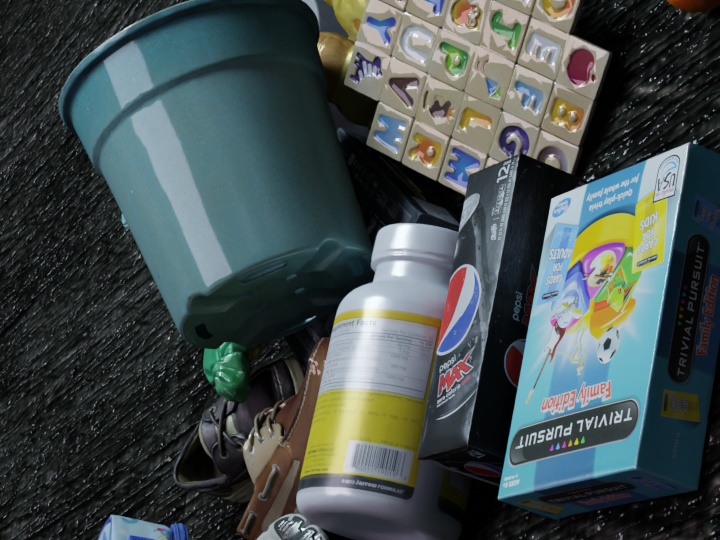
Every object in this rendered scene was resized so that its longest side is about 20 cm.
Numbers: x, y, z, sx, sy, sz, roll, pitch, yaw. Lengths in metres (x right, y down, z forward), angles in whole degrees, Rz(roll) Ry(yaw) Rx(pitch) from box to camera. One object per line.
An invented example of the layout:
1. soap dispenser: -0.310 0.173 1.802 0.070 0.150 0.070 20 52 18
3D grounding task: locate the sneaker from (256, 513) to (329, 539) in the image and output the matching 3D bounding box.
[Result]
1. sneaker: 0.003 0.237 1.607 0.081 0.083 0.200 -47 45 12

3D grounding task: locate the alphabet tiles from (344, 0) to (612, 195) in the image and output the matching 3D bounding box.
1. alphabet tiles: 0.076 -0.137 1.656 0.200 0.006 0.167 29 111 32

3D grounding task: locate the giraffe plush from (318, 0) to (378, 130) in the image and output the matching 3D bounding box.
1. giraffe plush: 0.012 -0.185 1.855 0.200 0.172 0.163 15 97 32

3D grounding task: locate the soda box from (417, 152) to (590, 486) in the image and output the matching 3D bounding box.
1. soda box: 0.095 0.032 1.558 0.063 0.071 0.201 -23 51 58

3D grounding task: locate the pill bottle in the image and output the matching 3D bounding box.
1. pill bottle: 0.030 0.076 1.614 0.112 0.112 0.201 -20 53 60

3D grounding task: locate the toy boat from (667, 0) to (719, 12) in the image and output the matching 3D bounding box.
1. toy boat: 0.208 -0.218 1.486 0.200 0.130 0.131 -100 9 -49

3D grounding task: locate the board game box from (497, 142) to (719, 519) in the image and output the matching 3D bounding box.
1. board game box: 0.155 0.039 1.455 0.151 0.047 0.201 -23 51 59

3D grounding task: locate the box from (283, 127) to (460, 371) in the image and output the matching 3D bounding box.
1. box: 0.000 0.000 1.816 0.158 0.051 0.200 -65 25 12

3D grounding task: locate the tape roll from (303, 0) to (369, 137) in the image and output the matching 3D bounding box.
1. tape roll: -0.057 -0.129 2.024 0.200 0.066 0.201 -48 31 42

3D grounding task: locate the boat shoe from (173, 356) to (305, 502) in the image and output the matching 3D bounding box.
1. boat shoe: -0.091 0.128 1.859 0.200 0.065 0.073 122 137 -54

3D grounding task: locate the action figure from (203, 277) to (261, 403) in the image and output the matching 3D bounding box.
1. action figure: -0.084 0.020 1.837 0.118 0.055 0.200 -52 20 45

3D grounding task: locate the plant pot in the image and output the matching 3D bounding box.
1. plant pot: -0.091 -0.063 1.735 0.200 0.200 0.197 -45 59 44

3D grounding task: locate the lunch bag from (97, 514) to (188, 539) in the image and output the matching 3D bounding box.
1. lunch bag: -0.180 0.299 1.893 0.200 0.082 0.161 -94 17 -52

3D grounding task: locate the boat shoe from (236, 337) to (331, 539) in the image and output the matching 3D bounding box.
1. boat shoe: -0.049 0.129 1.715 0.076 0.072 0.200 -56 -17 -55

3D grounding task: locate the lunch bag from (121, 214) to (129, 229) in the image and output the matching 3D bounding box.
1. lunch bag: -0.132 -0.118 1.981 0.160 0.077 0.200 -47 24 40
